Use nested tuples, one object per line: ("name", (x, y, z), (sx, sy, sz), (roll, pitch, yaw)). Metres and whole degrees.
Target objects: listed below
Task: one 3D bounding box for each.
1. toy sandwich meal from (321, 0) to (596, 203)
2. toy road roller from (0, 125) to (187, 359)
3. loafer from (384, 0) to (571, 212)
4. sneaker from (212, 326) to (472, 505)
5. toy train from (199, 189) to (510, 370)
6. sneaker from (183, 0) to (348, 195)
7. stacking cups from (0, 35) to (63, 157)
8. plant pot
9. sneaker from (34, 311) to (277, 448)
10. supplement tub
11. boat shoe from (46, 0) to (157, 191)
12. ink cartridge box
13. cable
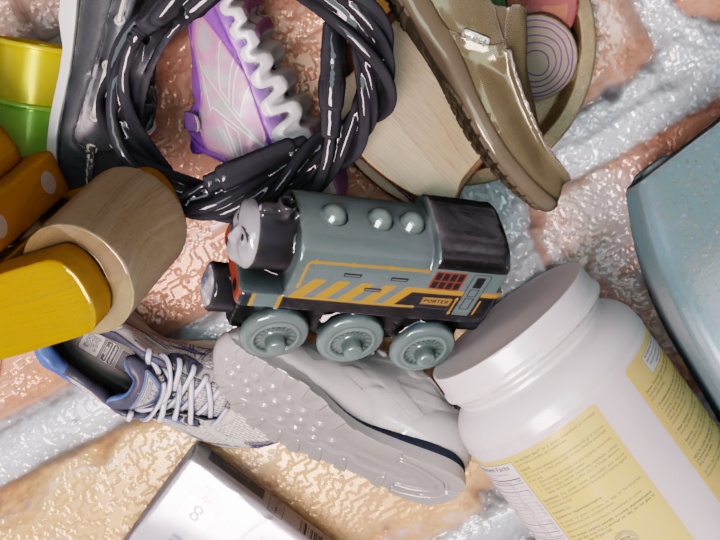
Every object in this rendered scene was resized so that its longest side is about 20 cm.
("toy sandwich meal", (0.062, -0.144, 0.780), (0.202, 0.070, 0.209), (0, 99, 3))
("toy road roller", (-0.218, -0.033, 0.696), (0.197, 0.123, 0.148), (-12, 115, 24))
("loafer", (0.078, -0.129, 0.715), (0.067, 0.076, 0.201), (-32, 100, 3))
("sneaker", (-0.009, 0.085, 0.808), (0.198, 0.081, 0.076), (30, 143, -15))
("toy train", (0.000, 0.000, 0.750), (0.197, 0.086, 0.115), (6, 137, -22))
("sneaker", (-0.087, -0.121, 0.790), (0.088, 0.081, 0.202), (-24, 98, 14))
("stacking cups", (-0.233, -0.057, 0.817), (0.060, 0.061, 0.203), (9, 103, 1))
("plant pot", (0.273, -0.010, 0.739), (0.195, 0.196, 0.201), (-37, 85, 8))
("sneaker", (-0.139, 0.081, 0.817), (0.197, 0.085, 0.078), (21, 100, -2))
("supplement tub", (0.155, 0.112, 0.778), (0.145, 0.145, 0.201), (-37, 95, 8))
("boat shoe", (-0.165, -0.116, 0.782), (0.059, 0.076, 0.203), (10, 110, 14))
("ink cartridge box", (-0.114, 0.253, 0.861), (0.162, 0.057, 0.201), (37, 94, -5))
("cable", (-0.073, -0.110, 0.731), (0.163, 0.051, 0.200), (37, 109, -16))
